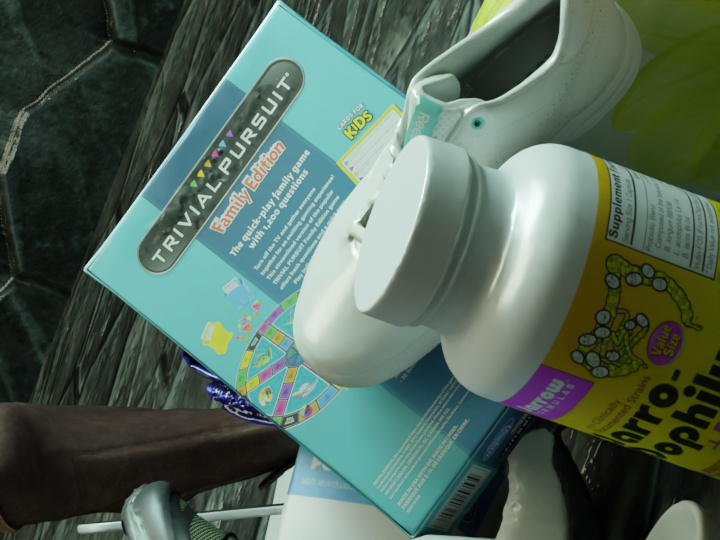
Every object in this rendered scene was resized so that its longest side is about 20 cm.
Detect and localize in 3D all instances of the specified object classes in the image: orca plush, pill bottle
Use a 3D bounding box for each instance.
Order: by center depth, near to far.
[{"bbox_3d":[0.102,0.014,1.034,0.104,0.199,0.105,-161,90,-77],"label":"pill bottle"},{"bbox_3d":[0.076,0.164,1.207,0.071,0.105,0.201,54,-155,-61],"label":"orca plush"}]

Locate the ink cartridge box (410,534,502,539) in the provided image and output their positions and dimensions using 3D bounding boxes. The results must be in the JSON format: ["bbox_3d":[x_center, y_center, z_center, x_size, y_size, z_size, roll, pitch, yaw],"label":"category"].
[{"bbox_3d":[0.037,0.210,1.021,0.176,0.084,0.201,8,-94,-75],"label":"ink cartridge box"}]

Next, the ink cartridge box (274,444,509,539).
[{"bbox_3d":[0.010,0.186,1.270,0.145,0.084,0.201,49,-129,-58],"label":"ink cartridge box"}]

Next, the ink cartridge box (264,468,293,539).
[{"bbox_3d":[-0.008,0.086,1.699,0.146,0.048,0.200,127,158,-52],"label":"ink cartridge box"}]

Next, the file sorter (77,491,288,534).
[{"bbox_3d":[-0.076,0.224,1.405,0.139,0.124,0.201,99,165,-86],"label":"file sorter"}]

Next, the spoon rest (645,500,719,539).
[{"bbox_3d":[0.125,0.163,1.036,0.200,0.060,0.100,-104,35,-65],"label":"spoon rest"}]

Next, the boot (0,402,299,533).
[{"bbox_3d":[-0.115,0.092,1.418,0.200,0.166,0.073,33,-136,-76],"label":"boot"}]

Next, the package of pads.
[{"bbox_3d":[0.119,-0.081,1.201,0.068,0.154,0.200,-86,21,-54],"label":"package of pads"}]

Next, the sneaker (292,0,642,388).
[{"bbox_3d":[0.031,-0.044,1.082,0.200,0.075,0.088,-53,-23,2],"label":"sneaker"}]

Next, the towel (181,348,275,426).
[{"bbox_3d":[0.031,0.028,1.282,0.200,0.147,0.050,-29,-56,-43],"label":"towel"}]

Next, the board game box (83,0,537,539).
[{"bbox_3d":[0.000,0.000,1.159,0.151,0.200,0.047,-53,-21,4],"label":"board game box"}]

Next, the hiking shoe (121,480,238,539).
[{"bbox_3d":[-0.021,0.154,1.176,0.101,0.200,0.076,-43,-22,-8],"label":"hiking shoe"}]
